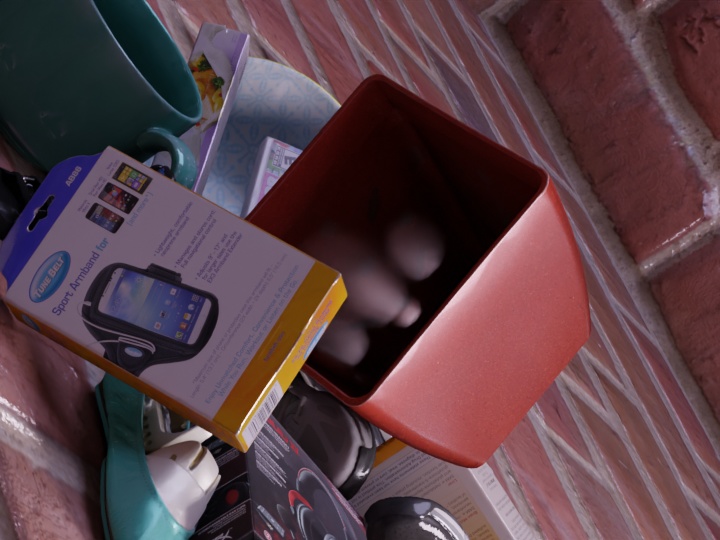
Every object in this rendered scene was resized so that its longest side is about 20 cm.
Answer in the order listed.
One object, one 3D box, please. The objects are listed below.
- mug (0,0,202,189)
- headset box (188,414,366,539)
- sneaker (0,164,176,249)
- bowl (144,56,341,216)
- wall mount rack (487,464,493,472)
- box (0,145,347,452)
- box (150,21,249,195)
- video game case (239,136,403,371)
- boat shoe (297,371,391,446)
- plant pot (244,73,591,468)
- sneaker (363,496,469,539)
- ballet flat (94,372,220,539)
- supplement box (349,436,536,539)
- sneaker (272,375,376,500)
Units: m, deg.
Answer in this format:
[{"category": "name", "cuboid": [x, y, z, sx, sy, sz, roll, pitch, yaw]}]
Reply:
[{"category": "mug", "cuboid": [-0.197, -0.128, 1.701, 0.152, 0.114, 0.186, 49, 15, -33]}, {"category": "headset box", "cuboid": [-0.059, 0.174, 1.545, 0.149, 0.075, 0.200, 51, 13, -26]}, {"category": "sneaker", "cuboid": [-0.178, -0.042, 1.558, 0.200, 0.112, 0.073, 41, 16, -52]}, {"category": "bowl", "cuboid": [-0.097, -0.051, 1.859, 0.201, 0.199, 0.108, 57, -31, 5]}, {"category": "wall mount rack", "cuboid": [0.100, 0.245, 1.938, 0.174, 0.074, 0.201, 69, 7, -61]}, {"category": "box", "cuboid": [-0.122, 0.011, 1.478, 0.199, 0.119, 0.042, 29, -16, 20]}, {"category": "box", "cuboid": [-0.126, -0.088, 1.769, 0.042, 0.038, 0.201, 98, 8, -64]}, {"category": "video game case", "cuboid": [0.000, 0.000, 1.811, 0.199, 0.018, 0.144, 22, 63, -16]}, {"category": "boat shoe", "cuboid": [-0.007, 0.119, 1.927, 0.074, 0.060, 0.201, -112, 178, -61]}, {"category": "plant pot", "cuboid": [0.044, 0.021, 1.680, 0.199, 0.200, 0.176, 34, -10, 44]}, {"category": "sneaker", "cuboid": [0.045, 0.254, 1.657, 0.116, 0.074, 0.201, -87, 165, -46]}, {"category": "ballet flat", "cuboid": [-0.121, 0.114, 1.471, 0.068, 0.070, 0.201, 55, 12, -33]}, {"category": "supplement box", "cuboid": [0.063, 0.217, 1.795, 0.201, 0.126, 0.074, 58, 11, 4]}, {"category": "sneaker", "cuboid": [-0.079, 0.088, 1.676, 0.115, 0.076, 0.200, 29, 6, -43]}]
